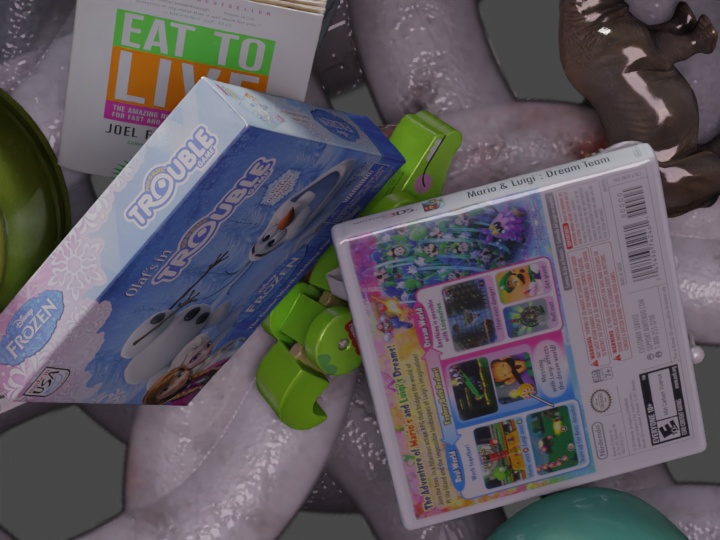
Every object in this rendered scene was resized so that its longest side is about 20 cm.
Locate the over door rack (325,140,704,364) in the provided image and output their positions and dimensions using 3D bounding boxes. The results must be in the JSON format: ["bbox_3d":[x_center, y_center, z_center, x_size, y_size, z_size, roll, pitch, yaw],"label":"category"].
[{"bbox_3d":[0.098,0.032,1.660,0.200,0.067,0.148,-25,121,-12],"label":"over door rack"}]

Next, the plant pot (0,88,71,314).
[{"bbox_3d":[-0.259,-0.018,1.591,0.200,0.193,0.201,0,95,-5],"label":"plant pot"}]

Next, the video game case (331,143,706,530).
[{"bbox_3d":[0.091,0.039,1.619,0.182,0.024,0.200,-15,121,-2],"label":"video game case"}]

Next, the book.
[{"bbox_3d":[-0.095,-0.113,1.607,0.133,0.200,0.048,8,59,-4],"label":"book"}]

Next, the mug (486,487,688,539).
[{"bbox_3d":[0.117,0.196,1.654,0.185,0.114,0.152,25,106,-42],"label":"mug"}]

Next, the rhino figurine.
[{"bbox_3d":[0.163,-0.123,1.694,0.087,0.060,0.200,-28,95,-5],"label":"rhino figurine"}]

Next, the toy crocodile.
[{"bbox_3d":[0.000,0.000,1.685,0.062,0.067,0.200,28,91,-40],"label":"toy crocodile"}]

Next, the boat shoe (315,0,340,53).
[{"bbox_3d":[-0.025,-0.197,1.666,0.073,0.062,0.200,22,91,-4],"label":"boat shoe"}]

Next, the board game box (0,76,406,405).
[{"bbox_3d":[-0.090,-0.010,1.587,0.200,0.199,0.043,-48,68,15],"label":"board game box"}]
